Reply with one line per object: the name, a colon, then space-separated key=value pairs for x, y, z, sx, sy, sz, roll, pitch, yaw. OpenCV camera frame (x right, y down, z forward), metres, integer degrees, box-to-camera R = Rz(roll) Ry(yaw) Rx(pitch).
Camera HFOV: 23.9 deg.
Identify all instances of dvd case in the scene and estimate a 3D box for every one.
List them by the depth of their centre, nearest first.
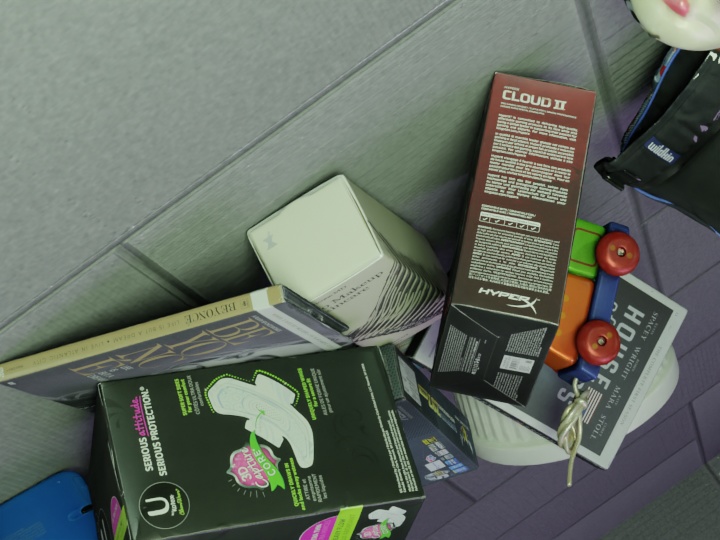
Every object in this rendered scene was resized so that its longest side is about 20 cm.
dvd case: x=-0.119 y=0.056 z=1.127 sx=0.199 sy=0.016 sz=0.149 roll=-16 pitch=163 yaw=13
dvd case: x=0.151 y=0.050 z=1.359 sx=0.151 sy=0.200 sz=0.025 roll=-62 pitch=-160 yaw=-6

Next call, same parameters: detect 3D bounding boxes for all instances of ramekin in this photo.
ramekin: x=0.167 y=0.070 z=1.479 sx=0.200 sy=0.105 sz=0.200 roll=-19 pitch=-159 yaw=8

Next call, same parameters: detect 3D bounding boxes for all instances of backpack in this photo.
backpack: x=0.305 y=-0.121 z=1.266 sx=0.154 sy=0.200 sz=0.191 roll=-59 pitch=172 yaw=-41

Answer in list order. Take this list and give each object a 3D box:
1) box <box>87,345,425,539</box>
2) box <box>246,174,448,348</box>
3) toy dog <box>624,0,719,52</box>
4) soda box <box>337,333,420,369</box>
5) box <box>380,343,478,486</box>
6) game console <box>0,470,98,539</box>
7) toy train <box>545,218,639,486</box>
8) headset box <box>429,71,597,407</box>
box: x=-0.078 y=0.151 z=1.173 sx=0.199 sy=0.125 sz=0.149 roll=-6 pitch=147 yaw=-17
box: x=0.000 y=0.000 z=1.207 sx=0.082 sy=0.069 sz=0.200 roll=-31 pitch=162 yaw=12
toy dog: x=0.230 y=-0.219 z=1.024 sx=0.200 sy=0.139 sz=0.194 roll=-53 pitch=-170 yaw=38
soda box: x=-0.002 y=0.085 z=1.419 sx=0.068 sy=0.064 sz=0.200 roll=-21 pitch=157 yaw=-32
box: x=-0.009 y=0.134 z=1.357 sx=0.157 sy=0.051 sz=0.200 roll=-18 pitch=152 yaw=13
game console: x=-0.250 y=0.273 z=1.248 sx=0.200 sy=0.171 sz=0.119 roll=-29 pitch=127 yaw=-14
toy train: x=0.129 y=0.051 z=1.283 sx=0.115 sy=0.201 sz=0.085 roll=17 pitch=167 yaw=-9
headset box: x=0.107 y=-0.028 z=1.183 sx=0.077 sy=0.201 sz=0.149 roll=11 pitch=155 yaw=1
